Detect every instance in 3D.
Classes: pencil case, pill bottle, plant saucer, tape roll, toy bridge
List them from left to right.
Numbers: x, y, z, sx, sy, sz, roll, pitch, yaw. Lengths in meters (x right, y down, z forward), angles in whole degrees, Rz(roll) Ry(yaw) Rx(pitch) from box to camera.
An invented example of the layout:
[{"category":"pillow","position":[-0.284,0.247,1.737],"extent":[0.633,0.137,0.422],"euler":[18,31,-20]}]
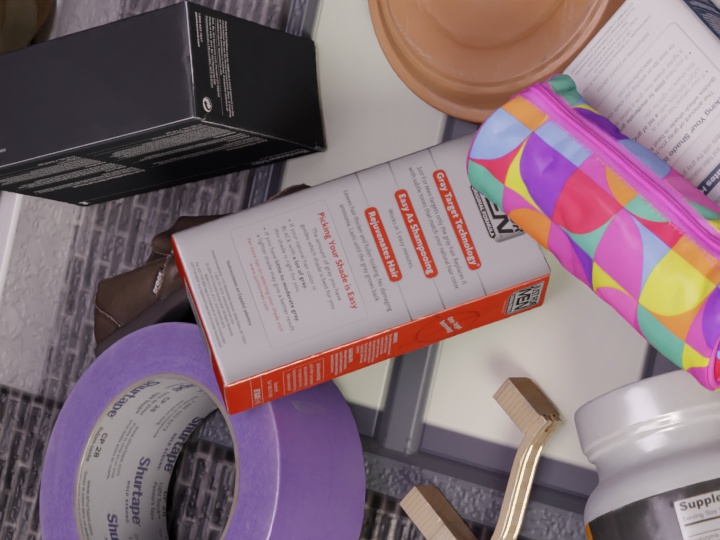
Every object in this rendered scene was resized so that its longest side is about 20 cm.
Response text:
[{"category":"tape roll","position":[-0.099,0.137,1.430],"extent":[0.199,0.085,0.202],"euler":[-11,73,38]},{"category":"toy bridge","position":[0.051,0.157,1.381],"extent":[0.200,0.027,0.067],"euler":[-51,62,19]},{"category":"plant saucer","position":[0.087,-0.187,1.394],"extent":[0.199,0.032,0.202],"euler":[-4,83,32]},{"category":"pencil case","position":[0.147,-0.024,1.237],"extent":[0.200,0.088,0.089],"euler":[40,106,29]},{"category":"pill bottle","position":[0.184,0.160,1.243],"extent":[0.116,0.116,0.201],"euler":[-24,72,28]}]

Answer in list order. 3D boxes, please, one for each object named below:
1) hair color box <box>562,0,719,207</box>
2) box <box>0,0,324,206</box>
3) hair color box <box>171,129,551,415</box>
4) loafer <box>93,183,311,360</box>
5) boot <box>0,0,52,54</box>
[{"category":"hair color box","position":[0.202,-0.060,1.288],"extent":[0.100,0.060,0.200],"euler":[-48,62,21]},{"category":"box","position":[-0.144,-0.100,1.468],"extent":[0.199,0.141,0.080],"euler":[-11,76,31]},{"category":"hair color box","position":[0.000,0.000,1.352],"extent":[0.199,0.061,0.102],"euler":[-18,71,-7]},{"category":"loafer","position":[-0.101,-0.007,1.469],"extent":[0.199,0.073,0.071],"euler":[-31,70,26]},{"category":"boot","position":[-0.284,-0.152,1.603],"extent":[0.143,0.071,0.203],"euler":[-9,85,29]}]
